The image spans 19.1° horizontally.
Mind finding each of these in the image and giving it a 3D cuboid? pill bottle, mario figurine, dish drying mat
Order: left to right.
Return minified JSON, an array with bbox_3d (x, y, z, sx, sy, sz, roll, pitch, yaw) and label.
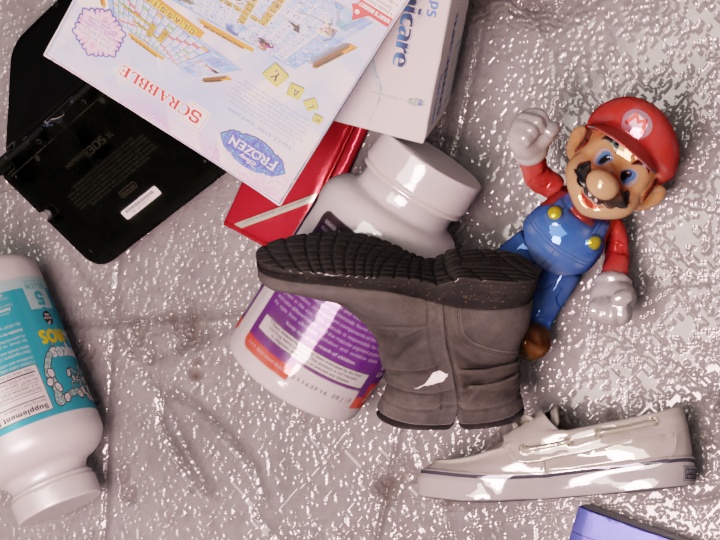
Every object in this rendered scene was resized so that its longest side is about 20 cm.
[{"bbox_3d":[-0.271,0.096,1.677,0.111,0.111,0.200,-28,79,22],"label":"pill bottle"},{"bbox_3d":[-0.034,-0.108,1.620,0.077,0.018,0.200,29,102,23],"label":"dish drying mat"},{"bbox_3d":[0.000,0.000,1.553,0.111,0.111,0.200,38,105,20],"label":"pill bottle"},{"bbox_3d":[0.144,-0.034,1.485,0.200,0.123,0.106,-56,35,20],"label":"mario figurine"}]

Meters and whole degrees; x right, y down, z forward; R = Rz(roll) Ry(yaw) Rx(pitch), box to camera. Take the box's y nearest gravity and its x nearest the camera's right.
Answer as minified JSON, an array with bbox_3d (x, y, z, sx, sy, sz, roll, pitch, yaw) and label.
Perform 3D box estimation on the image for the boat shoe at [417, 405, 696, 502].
[{"bbox_3d":[0.135,0.128,1.514,0.200,0.072,0.066,-7,83,23],"label":"boat shoe"}]

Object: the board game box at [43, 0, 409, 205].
[{"bbox_3d":[-0.088,-0.177,1.468,0.200,0.041,0.200,33,120,-2],"label":"board game box"}]

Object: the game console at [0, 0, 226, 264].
[{"bbox_3d":[-0.187,-0.130,1.654,0.176,0.116,0.200,45,136,-11],"label":"game console"}]

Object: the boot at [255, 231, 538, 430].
[{"bbox_3d":[0.021,0.049,1.481,0.200,0.070,0.132,8,117,1],"label":"boot"}]

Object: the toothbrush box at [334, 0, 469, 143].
[{"bbox_3d":[-0.027,-0.192,1.515,0.200,0.085,0.146,15,119,10],"label":"toothbrush box"}]

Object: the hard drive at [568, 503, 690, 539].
[{"bbox_3d":[0.189,0.281,1.512,0.132,0.025,0.200,18,97,23],"label":"hard drive"}]
